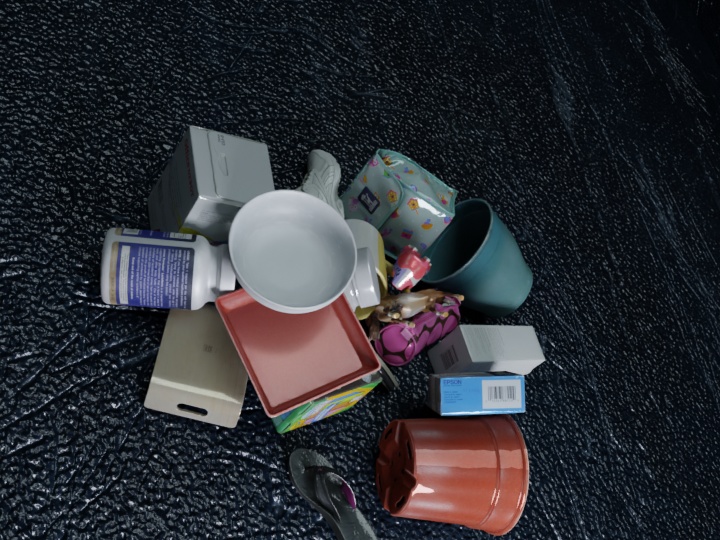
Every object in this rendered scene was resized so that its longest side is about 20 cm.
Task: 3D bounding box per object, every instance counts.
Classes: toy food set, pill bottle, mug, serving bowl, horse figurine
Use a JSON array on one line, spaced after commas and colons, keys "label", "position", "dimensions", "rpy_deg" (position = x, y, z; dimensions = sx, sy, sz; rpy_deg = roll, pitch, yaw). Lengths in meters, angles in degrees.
[{"label": "toy food set", "position": [-0.245, 0.138, 1.329], "dimensions": [0.141, 0.061, 0.202], "rpy_deg": [16, 48, -12]}, {"label": "pill bottle", "position": [-0.072, 0.030, 1.420], "dimensions": [0.197, 0.114, 0.115], "rpy_deg": [-12, 56, 7]}, {"label": "mug", "position": [-0.010, -0.001, 1.566], "dimensions": [0.188, 0.148, 0.154], "rpy_deg": [58, 25, -31]}, {"label": "pill bottle", "position": [-0.291, 0.000, 1.306], "dimensions": [0.196, 0.116, 0.117], "rpy_deg": [5, 53, -10]}, {"label": "serving bowl", "position": [-0.107, -0.020, 1.295], "dimensions": [0.197, 0.066, 0.203], "rpy_deg": [7, 61, -13]}, {"label": "horse figurine", "position": [0.086, 0.066, 1.475], "dimensions": [0.197, 0.132, 0.051], "rpy_deg": [-16, 103, -21]}]

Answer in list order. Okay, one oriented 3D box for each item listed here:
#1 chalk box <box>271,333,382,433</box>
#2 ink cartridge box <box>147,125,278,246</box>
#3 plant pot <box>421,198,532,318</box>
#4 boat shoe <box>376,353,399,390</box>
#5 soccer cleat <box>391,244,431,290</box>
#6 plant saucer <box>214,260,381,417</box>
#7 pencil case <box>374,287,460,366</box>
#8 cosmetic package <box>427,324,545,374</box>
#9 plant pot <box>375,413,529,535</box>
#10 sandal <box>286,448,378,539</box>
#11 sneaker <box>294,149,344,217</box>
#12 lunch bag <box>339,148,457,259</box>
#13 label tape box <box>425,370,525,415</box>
[{"label": "chalk box", "position": [-0.090, 0.172, 1.366], "dimensions": [0.198, 0.124, 0.126], "rpy_deg": [-11, 66, -40]}, {"label": "ink cartridge box", "position": [-0.246, -0.109, 1.401], "dimensions": [0.143, 0.200, 0.147], "rpy_deg": [8, 54, -32]}, {"label": "plant pot", "position": [0.242, -0.007, 1.719], "dimensions": [0.188, 0.199, 0.202], "rpy_deg": [40, 41, -28]}, {"label": "boat shoe", "position": [-0.013, 0.146, 1.507], "dimensions": [0.063, 0.073, 0.200], "rpy_deg": [-43, 95, -4]}, {"label": "soccer cleat", "position": [0.085, -0.001, 1.527], "dimensions": [0.067, 0.077, 0.200], "rpy_deg": [41, 1, 2]}, {"label": "plant saucer", "position": [-0.097, 0.103, 1.292], "dimensions": [0.197, 0.037, 0.202], "rpy_deg": [-20, 72, -26]}, {"label": "pencil case", "position": [0.111, 0.104, 1.575], "dimensions": [0.092, 0.093, 0.199], "rpy_deg": [58, 37, 1]}, {"label": "cosmetic package", "position": [0.244, 0.164, 1.636], "dimensions": [0.198, 0.113, 0.082], "rpy_deg": [3, 57, -37]}, {"label": "plant pot", "position": [0.139, 0.324, 1.388], "dimensions": [0.192, 0.201, 0.203], "rpy_deg": [8, 53, -22]}, {"label": "sandal", "position": [-0.036, 0.354, 1.322], "dimensions": [0.201, 0.048, 0.075], "rpy_deg": [51, 43, 5]}, {"label": "sneaker", "position": [-0.090, -0.158, 1.653], "dimensions": [0.098, 0.078, 0.202], "rpy_deg": [8, 53, -28]}, {"label": "lunch bag", "position": [0.066, -0.127, 1.677], "dimensions": [0.198, 0.171, 0.123], "rpy_deg": [30, 37, -15]}, {"label": "label tape box", "position": [0.191, 0.207, 1.468], "dimensions": [0.141, 0.200, 0.067], "rpy_deg": [-2, 88, -3]}]
